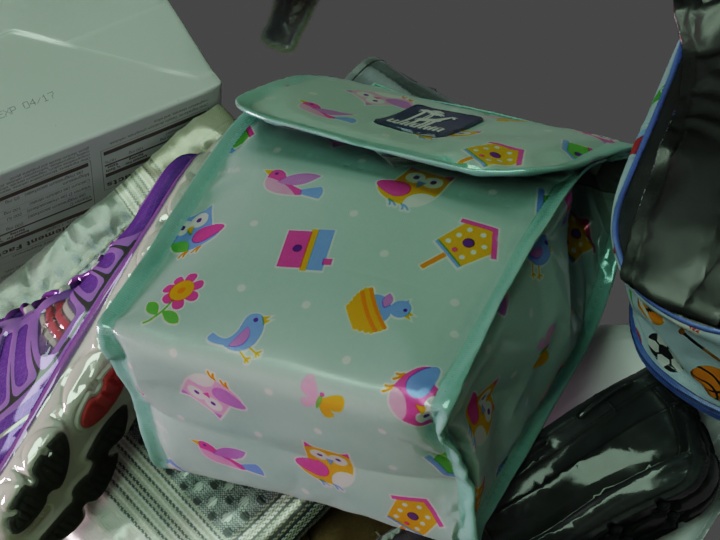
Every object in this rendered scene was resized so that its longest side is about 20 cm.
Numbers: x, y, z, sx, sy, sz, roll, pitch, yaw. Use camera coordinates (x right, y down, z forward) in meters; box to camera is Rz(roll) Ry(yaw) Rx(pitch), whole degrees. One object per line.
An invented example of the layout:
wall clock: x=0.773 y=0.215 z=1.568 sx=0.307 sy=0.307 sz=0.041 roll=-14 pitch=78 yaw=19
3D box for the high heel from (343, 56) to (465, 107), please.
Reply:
high heel: x=0.000 y=0.000 z=1.103 sx=0.142 sy=0.071 sz=0.200 roll=33 pitch=82 yaw=35

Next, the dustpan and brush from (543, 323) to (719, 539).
dustpan and brush: x=0.087 y=0.063 z=1.062 sx=0.200 sy=0.057 sz=0.140 roll=33 pitch=89 yaw=23

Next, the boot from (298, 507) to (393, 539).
boot: x=0.011 y=0.111 z=1.059 sx=0.075 sy=0.074 sz=0.200 roll=-39 pitch=63 yaw=18

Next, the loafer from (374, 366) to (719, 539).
loafer: x=0.057 y=0.107 z=0.994 sx=0.200 sy=0.068 sz=0.071 roll=-27 pitch=61 yaw=5

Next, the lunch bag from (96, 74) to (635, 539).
lunch bag: x=0.011 y=-0.002 z=0.981 sx=0.170 sy=0.122 sz=0.200 roll=13 pitch=54 yaw=26

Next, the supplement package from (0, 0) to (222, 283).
supplement package: x=-0.192 y=-0.079 z=1.152 sx=0.200 sy=0.111 sz=0.156 roll=-23 pitch=61 yaw=-18

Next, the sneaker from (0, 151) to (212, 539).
sneaker: x=-0.127 y=0.025 z=1.033 sx=0.083 sy=0.081 sz=0.200 roll=31 pitch=82 yaw=28

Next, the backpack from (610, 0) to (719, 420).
backpack: x=0.195 y=-0.021 z=0.956 sx=0.200 sy=0.154 sz=0.191 roll=15 pitch=53 yaw=31

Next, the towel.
towel: x=-0.081 y=0.044 z=1.066 sx=0.193 sy=0.035 sz=0.200 roll=-44 pitch=64 yaw=0
